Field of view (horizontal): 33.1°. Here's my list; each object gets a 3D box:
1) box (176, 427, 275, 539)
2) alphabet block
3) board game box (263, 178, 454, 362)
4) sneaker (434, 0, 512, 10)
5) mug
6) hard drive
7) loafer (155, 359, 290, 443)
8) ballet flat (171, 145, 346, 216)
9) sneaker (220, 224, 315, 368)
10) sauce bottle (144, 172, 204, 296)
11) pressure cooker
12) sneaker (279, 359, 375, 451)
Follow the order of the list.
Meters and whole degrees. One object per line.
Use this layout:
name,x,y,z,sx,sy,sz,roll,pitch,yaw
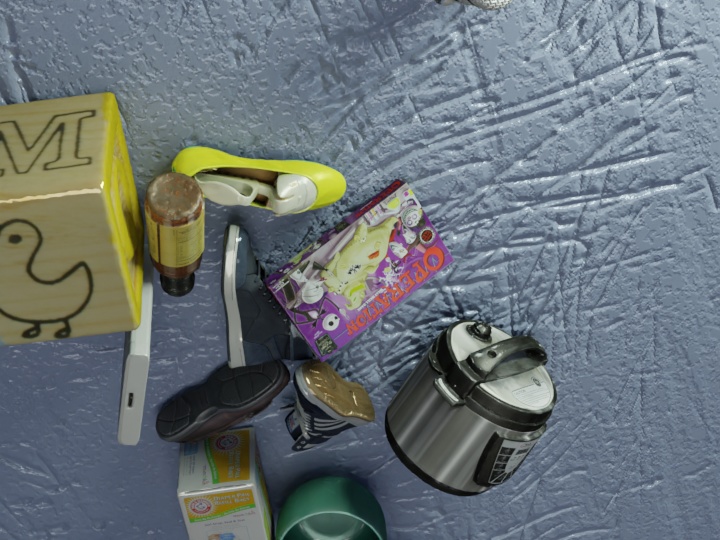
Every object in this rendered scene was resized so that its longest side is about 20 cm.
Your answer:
box,-0.176,0.322,1.618,0.101,0.113,0.200,-8,127,0
alphabet block,-0.342,-0.053,1.268,0.200,0.197,0.196,-8,129,-2
board game box,0.000,0.000,1.402,0.200,0.032,0.120,-38,119,-8
sneaker,0.135,-0.346,1.194,0.075,0.115,0.200,28,84,-26
mug,-0.037,0.373,1.660,0.152,0.114,0.185,-12,114,3
hard drive,-0.254,0.080,1.374,0.027,0.200,0.132,6,125,-11
loafer,-0.168,0.167,1.543,0.200,0.072,0.063,-27,145,20
ballet flat,-0.111,-0.091,1.350,0.200,0.067,0.067,9,122,-14
sneaker,-0.091,0.028,1.431,0.146,0.077,0.203,-2,130,-1
sauce bottle,-0.206,-0.034,1.347,0.066,0.066,0.200,1,153,-9
pressure cooker,0.143,0.159,1.503,0.178,0.176,0.200,26,118,-13
sneaker,-0.064,0.173,1.516,0.108,0.070,0.200,-23,156,14
